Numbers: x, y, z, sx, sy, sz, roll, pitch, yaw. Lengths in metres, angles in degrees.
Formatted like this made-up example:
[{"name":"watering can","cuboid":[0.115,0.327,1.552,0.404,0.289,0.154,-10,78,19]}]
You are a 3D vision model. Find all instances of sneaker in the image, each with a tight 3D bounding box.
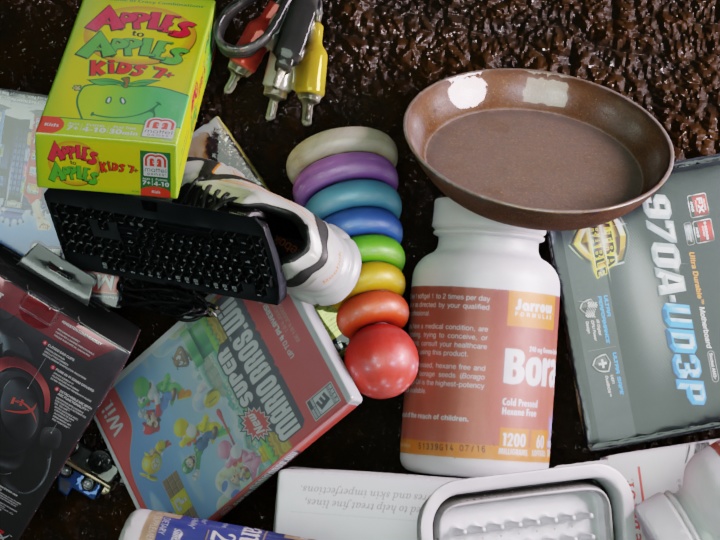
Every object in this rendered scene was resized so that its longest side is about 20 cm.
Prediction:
[{"name":"sneaker","cuboid":[-0.094,-0.041,1.666,0.199,0.080,0.074,21,83,25]}]

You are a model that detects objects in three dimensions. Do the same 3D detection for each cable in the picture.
[{"name":"cable","cuboid":[-0.047,-0.215,1.773,0.096,0.050,0.201,22,78,-2]}]

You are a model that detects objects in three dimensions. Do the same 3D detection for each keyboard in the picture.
[{"name":"keyboard","cuboid":[-0.141,-0.001,1.645,0.199,0.105,0.040,10,45,34]}]

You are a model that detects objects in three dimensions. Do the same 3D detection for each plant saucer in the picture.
[{"name":"plant saucer","cuboid":[0.128,-0.084,1.698,0.198,0.201,0.035,9,123,3]}]

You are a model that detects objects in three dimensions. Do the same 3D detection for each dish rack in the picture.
[{"name":"dish rack","cuboid":[0.112,0.237,1.597,0.170,0.043,0.202,-4,91,-25]}]

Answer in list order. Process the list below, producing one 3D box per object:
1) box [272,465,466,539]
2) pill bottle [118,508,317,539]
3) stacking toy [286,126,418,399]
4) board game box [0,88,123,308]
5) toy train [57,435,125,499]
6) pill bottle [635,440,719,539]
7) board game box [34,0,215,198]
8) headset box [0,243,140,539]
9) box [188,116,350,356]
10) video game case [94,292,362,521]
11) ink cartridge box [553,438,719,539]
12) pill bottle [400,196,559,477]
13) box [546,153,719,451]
[{"name":"box","cuboid":[0.032,0.248,1.693,0.197,0.131,0.202,4,87,2]},{"name":"pill bottle","cuboid":[-0.069,0.232,1.576,0.198,0.111,0.112,10,87,3]},{"name":"stacking toy","cuboid":[0.000,0.000,1.701,0.085,0.086,0.202,-10,66,2]},{"name":"board game box","cuboid":[-0.268,-0.034,1.755,0.198,0.062,0.202,9,89,1]},{"name":"toy train","cuboid":[-0.267,0.120,1.760,0.199,0.034,0.046,28,92,4]},{"name":"pill bottle","cuboid":[0.298,0.157,1.622,0.199,0.112,0.113,-27,86,-1]},{"name":"board game box","cuboid":[-0.168,-0.131,1.696,0.101,0.201,0.048,4,127,3]},{"name":"headset box","cuboid":[-0.263,0.078,1.690,0.148,0.075,0.201,30,102,-6]},{"name":"box","cuboid":[-0.078,-0.013,1.752,0.075,0.050,0.201,-36,87,1]},{"name":"video game case","cuboid":[-0.103,0.096,1.704,0.200,0.017,0.144,-40,62,21]},{"name":"ink cartridge box","cuboid":[0.243,0.186,1.718,0.198,0.068,0.117,-7,86,1]},{"name":"pill bottle","cuboid":[0.089,0.050,1.710,0.111,0.112,0.202,4,87,2]},{"name":"box","cuboid":[0.228,0.023,1.739,0.157,0.046,0.202,-10,86,2]}]
